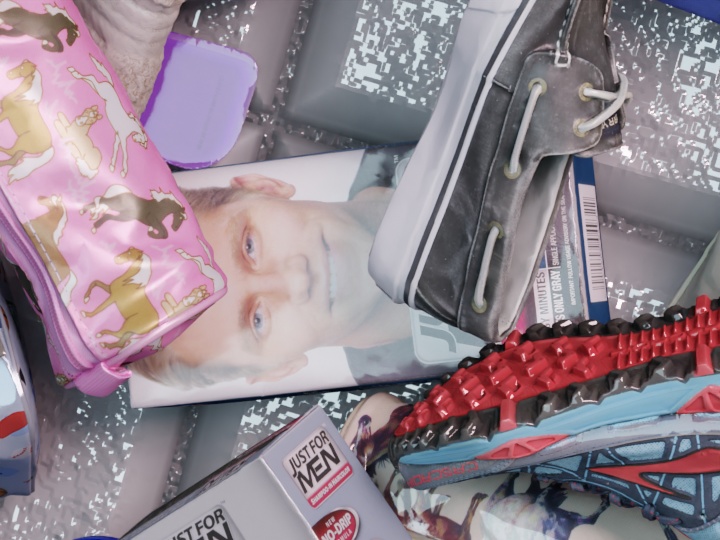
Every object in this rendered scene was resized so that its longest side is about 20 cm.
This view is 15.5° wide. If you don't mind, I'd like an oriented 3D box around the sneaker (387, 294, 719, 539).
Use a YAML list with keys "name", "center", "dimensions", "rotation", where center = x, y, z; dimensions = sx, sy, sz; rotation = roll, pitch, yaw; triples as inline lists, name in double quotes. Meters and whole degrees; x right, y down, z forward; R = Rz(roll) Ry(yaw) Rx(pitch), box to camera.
- name: "sneaker"
  center: [0.108, 0.071, 1.009]
  dimensions: [0.199, 0.079, 0.096]
  rotation: [-12, 111, 22]

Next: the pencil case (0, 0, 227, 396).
- name: "pencil case"
  center: [-0.130, -0.051, 1.046]
  dimensions: [0.086, 0.083, 0.200]
  rotation: [-33, 98, -9]

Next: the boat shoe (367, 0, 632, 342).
- name: "boat shoe"
  center: [0.071, -0.065, 1.015]
  dimensions: [0.071, 0.072, 0.201]
  rotation: [30, 116, 17]

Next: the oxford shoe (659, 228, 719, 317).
- name: "oxford shoe"
  center: [0.159, 0.021, 1.049]
  dimensions: [0.075, 0.058, 0.200]
  rotation: [24, 117, 7]

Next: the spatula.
- name: "spatula"
  center: [-0.145, -0.093, 1.165]
  dimensions: [0.199, 0.021, 0.057]
  rotation: [16, 88, 15]

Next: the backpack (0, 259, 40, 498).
- name: "backpack"
  center: [-0.217, 0.030, 1.104]
  dimensions: [0.154, 0.200, 0.191]
  rotation: [-20, 76, -17]

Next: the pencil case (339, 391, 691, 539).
- name: "pencil case"
  center: [0.075, 0.117, 1.073]
  dimensions: [0.199, 0.089, 0.078]
  rotation: [21, 107, 15]

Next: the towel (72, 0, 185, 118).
- name: "towel"
  center: [-0.133, -0.167, 1.103]
  dimensions: [0.200, 0.034, 0.133]
  rotation: [51, 136, 28]

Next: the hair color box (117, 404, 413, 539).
- name: "hair color box"
  center: [-0.005, 0.166, 1.046]
  dimensions: [0.099, 0.061, 0.200]
  rotation: [-33, 93, 30]

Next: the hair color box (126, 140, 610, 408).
- name: "hair color box"
  center: [0.000, 0.000, 1.109]
  dimensions: [0.199, 0.061, 0.100]
  rotation: [-7, 88, 15]

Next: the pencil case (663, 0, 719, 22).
- name: "pencil case"
  center: [0.158, -0.131, 1.054]
  dimensions: [0.199, 0.078, 0.087]
  rotation: [18, 126, 13]

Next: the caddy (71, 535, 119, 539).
- name: "caddy"
  center: [-0.106, 0.211, 1.105]
  dimensions: [0.141, 0.105, 0.201]
  rotation: [-38, 70, 40]
